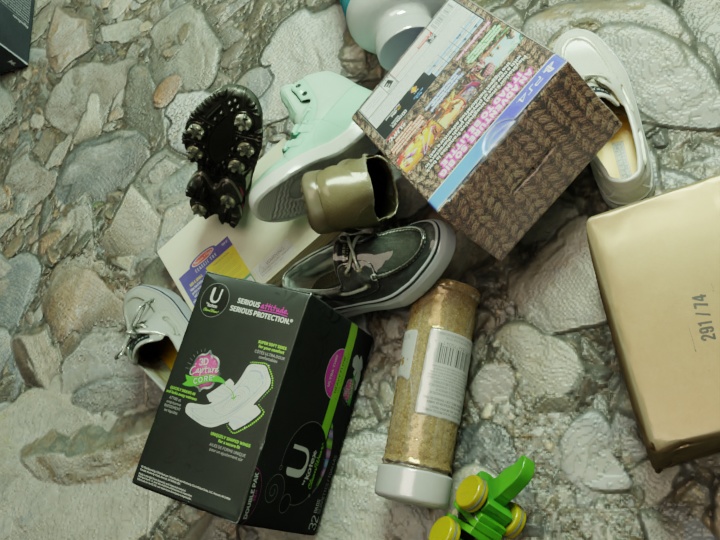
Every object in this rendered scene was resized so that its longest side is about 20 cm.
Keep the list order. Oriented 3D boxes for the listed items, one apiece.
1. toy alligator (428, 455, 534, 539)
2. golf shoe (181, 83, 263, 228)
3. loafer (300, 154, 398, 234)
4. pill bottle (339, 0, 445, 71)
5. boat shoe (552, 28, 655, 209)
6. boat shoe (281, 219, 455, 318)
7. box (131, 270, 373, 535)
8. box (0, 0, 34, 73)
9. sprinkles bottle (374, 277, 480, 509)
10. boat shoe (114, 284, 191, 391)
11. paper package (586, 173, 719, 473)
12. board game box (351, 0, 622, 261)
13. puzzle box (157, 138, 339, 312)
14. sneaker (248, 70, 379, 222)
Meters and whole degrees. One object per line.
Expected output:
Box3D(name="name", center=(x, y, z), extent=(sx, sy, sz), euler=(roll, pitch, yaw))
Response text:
Box3D(name="toy alligator", center=(0.081, 0.240, 0.724), extent=(0.201, 0.059, 0.054), euler=(-56, 19, -3))
Box3D(name="golf shoe", center=(-0.135, -0.132, 0.856), extent=(0.076, 0.200, 0.089), euler=(21, 57, -5))
Box3D(name="loafer", center=(0.006, -0.072, 0.800), extent=(0.067, 0.200, 0.077), euler=(-8, 100, 18))
Box3D(name="pill bottle", center=(0.027, -0.316, 0.920), extent=(0.110, 0.111, 0.202), euler=(-23, 63, 14))
Box3D(name="boat shoe", center=(0.225, -0.156, 0.796), extent=(0.070, 0.070, 0.202), euler=(-17, 65, 17))
Box3D(name="boat shoe", center=(0.000, 0.000, 0.795), extent=(0.199, 0.071, 0.073), euler=(-27, 48, 40))
Box3D(name="box", center=(-0.093, 0.125, 0.786), extent=(0.123, 0.148, 0.202), euler=(11, 76, 28))
Box3D(name="box", center=(-0.562, -0.385, 1.210), extent=(0.147, 0.107, 0.202), euler=(-12, 67, 19))
Box3D(name="sprinkles bottle", center=(0.063, 0.111, 0.769), extent=(0.068, 0.068, 0.202), euler=(4, 72, 25))
Box3D(name="boat shoe", center=(-0.218, 0.078, 0.882), extent=(0.202, 0.086, 0.075), euler=(44, 110, 37))
Box3D(name="paper package", center=(0.297, 0.035, 0.674), extent=(0.189, 0.103, 0.202), euler=(-18, 64, 15))
Box3D(name="board game box", center=(0.107, -0.138, 0.778), extent=(0.160, 0.097, 0.200), euler=(-48, 39, 12))
Box3D(name="puzzle box", center=(-0.122, -0.036, 0.930), extent=(0.200, 0.025, 0.133), euler=(-40, 61, 6))
Box3D(name="sneaker", center=(-0.065, -0.136, 0.890), extent=(0.118, 0.074, 0.200), euler=(37, 62, 26))
